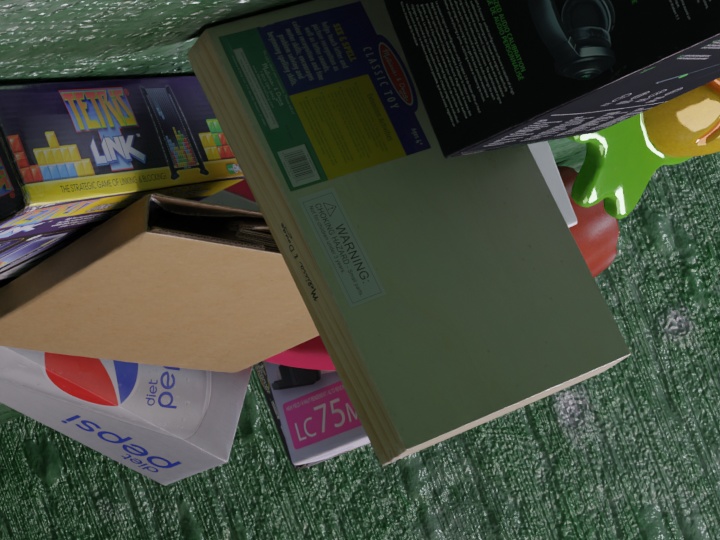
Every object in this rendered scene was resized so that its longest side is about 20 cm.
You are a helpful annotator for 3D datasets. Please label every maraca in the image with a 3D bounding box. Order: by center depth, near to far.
[{"bbox_3d":[0.170,-0.112,1.063,0.107,0.138,0.200,25,-123,37],"label":"maraca"}]

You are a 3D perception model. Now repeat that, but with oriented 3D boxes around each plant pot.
[{"bbox_3d":[0.211,-0.028,2.595,0.195,0.202,0.200,-29,-178,-35],"label":"plant pot"}]

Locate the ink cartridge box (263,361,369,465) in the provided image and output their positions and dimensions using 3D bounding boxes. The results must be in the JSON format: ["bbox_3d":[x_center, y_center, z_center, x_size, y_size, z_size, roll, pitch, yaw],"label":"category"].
[{"bbox_3d":[-0.015,-0.002,1.172,0.119,0.202,0.042,-23,168,37],"label":"ink cartridge box"}]

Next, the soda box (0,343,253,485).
[{"bbox_3d":[-0.159,0.043,1.111,0.199,0.064,0.068,31,147,-27],"label":"soda box"}]

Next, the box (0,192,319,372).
[{"bbox_3d":[-0.080,0.011,1.000,0.162,0.021,0.200,9,160,-33],"label":"box"}]

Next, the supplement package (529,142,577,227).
[{"bbox_3d":[0.031,-0.047,1.466,0.199,0.118,0.117,-19,176,-26],"label":"supplement package"}]

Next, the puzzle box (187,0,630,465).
[{"bbox_3d":[0.022,-0.029,0.900,0.132,0.201,0.025,-19,168,-33],"label":"puzzle box"}]

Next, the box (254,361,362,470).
[{"bbox_3d":[0.000,0.000,1.258,0.160,0.201,0.049,-21,176,-15],"label":"box"}]

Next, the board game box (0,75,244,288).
[{"bbox_3d":[-0.167,-0.030,0.927,0.164,0.057,0.200,-25,176,23],"label":"board game box"}]

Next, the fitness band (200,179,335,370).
[{"bbox_3d":[-0.070,-0.006,1.083,0.199,0.038,0.144,23,152,-12],"label":"fitness band"}]

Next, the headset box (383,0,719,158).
[{"bbox_3d":[0.136,-0.131,0.877,0.199,0.093,0.174,-23,176,29],"label":"headset box"}]
